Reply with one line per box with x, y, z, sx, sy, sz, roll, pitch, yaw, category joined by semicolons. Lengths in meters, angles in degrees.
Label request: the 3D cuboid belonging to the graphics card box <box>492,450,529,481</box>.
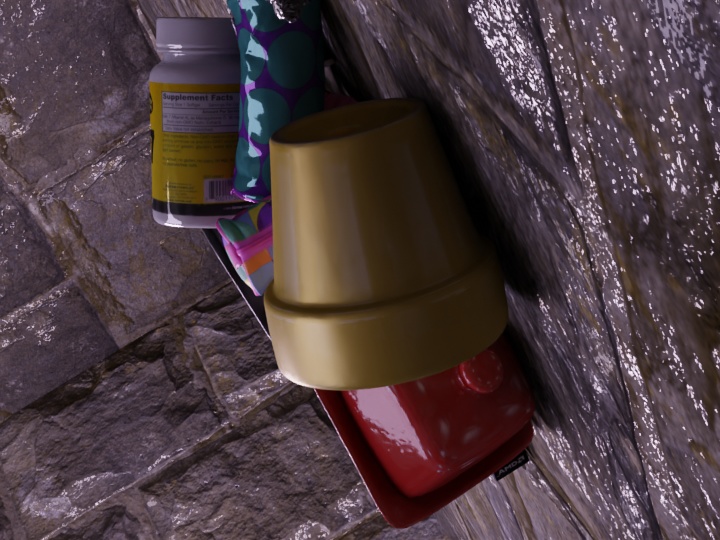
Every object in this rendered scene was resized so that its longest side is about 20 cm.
0.118;0.127;1.519;0.126;0.050;0.201;53;169;46;graphics card box

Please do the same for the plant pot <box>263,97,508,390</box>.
0.007;-0.030;1.111;0.201;0.198;0.191;-138;33;-69;plant pot

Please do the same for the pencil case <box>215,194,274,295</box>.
-0.031;-0.058;1.236;0.089;0.199;0.088;58;-177;-4;pencil case

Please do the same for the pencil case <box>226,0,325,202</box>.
-0.080;-0.164;1.277;0.085;0.091;0.203;-39;-47;-63;pencil case

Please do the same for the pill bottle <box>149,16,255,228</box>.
-0.153;-0.149;1.370;0.114;0.113;0.203;-143;52;-74;pill bottle

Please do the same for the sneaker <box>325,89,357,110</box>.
-0.016;-0.136;1.365;0.095;0.080;0.200;18;-163;-45;sneaker

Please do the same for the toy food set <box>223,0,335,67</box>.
-0.100;-0.283;1.392;0.201;0.060;0.143;53;175;-11;toy food set

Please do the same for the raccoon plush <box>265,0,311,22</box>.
-0.069;-0.272;1.030;0.134;0.096;0.200;51;173;5;raccoon plush

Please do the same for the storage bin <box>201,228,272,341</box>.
-0.094;-0.019;1.657;0.201;0.134;0.146;59;177;-27;storage bin

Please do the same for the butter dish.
0.082;0.106;1.284;0.201;0.199;0.148;61;150;2;butter dish
